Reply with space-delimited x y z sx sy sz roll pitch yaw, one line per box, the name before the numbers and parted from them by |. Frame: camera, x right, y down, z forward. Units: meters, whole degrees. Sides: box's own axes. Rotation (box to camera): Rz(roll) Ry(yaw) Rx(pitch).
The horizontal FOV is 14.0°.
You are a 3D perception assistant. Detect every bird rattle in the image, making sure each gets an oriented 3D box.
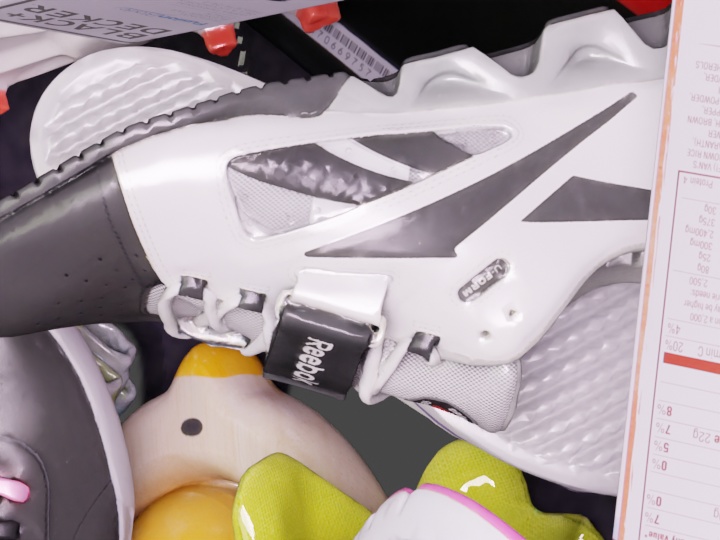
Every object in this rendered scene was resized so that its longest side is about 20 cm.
bird rattle | -0.025 0.113 0.833 0.163 0.112 0.200 52 133 30

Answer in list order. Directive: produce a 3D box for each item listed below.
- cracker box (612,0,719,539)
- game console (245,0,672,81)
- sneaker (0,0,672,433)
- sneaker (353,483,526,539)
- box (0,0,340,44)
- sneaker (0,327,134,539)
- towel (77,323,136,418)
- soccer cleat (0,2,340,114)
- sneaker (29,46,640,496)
cracker box | 0.119 -0.012 0.681 0.058 0.134 0.201 12 102 30
game console | 0.032 -0.121 0.791 0.200 0.031 0.177 40 121 24
sneaker | 0.000 0.000 0.695 0.199 0.074 0.089 -14 81 -3
sneaker | -0.020 0.130 0.685 0.081 0.088 0.200 38 140 5
box | -0.011 -0.122 0.663 0.200 0.060 0.117 -5 84 45
sneaker | -0.106 0.101 0.774 0.070 0.099 0.201 5 104 10
towel | -0.183 0.043 0.886 0.171 0.048 0.200 38 120 -11
soccer cleat | -0.096 -0.085 0.779 0.199 0.069 0.078 -14 73 -10
sneaker | 0.012 0.003 0.789 0.200 0.114 0.073 28 80 7
